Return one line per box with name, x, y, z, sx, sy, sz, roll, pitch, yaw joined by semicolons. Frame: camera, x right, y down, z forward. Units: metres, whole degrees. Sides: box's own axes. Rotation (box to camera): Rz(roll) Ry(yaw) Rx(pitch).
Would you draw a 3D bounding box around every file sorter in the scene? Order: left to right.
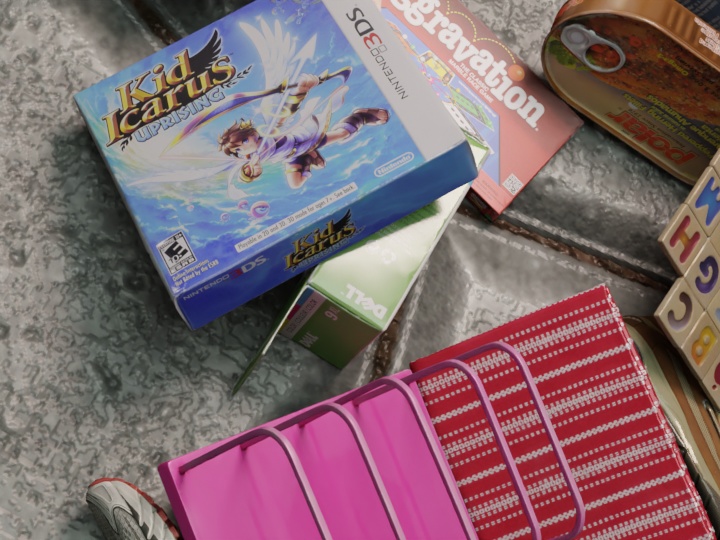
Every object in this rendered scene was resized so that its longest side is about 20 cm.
file sorter;0.014;0.135;0.978;0.200;0.125;0.139;-18;83;-41

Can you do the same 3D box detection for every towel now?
towel;0.132;0.126;1.078;0.144;0.022;0.200;-23;85;8

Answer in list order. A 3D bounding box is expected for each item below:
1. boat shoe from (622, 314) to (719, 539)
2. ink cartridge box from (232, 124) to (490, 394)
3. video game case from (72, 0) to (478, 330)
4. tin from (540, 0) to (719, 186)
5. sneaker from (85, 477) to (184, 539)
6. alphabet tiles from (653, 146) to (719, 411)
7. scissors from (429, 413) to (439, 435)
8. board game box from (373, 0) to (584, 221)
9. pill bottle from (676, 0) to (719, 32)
boat shoe;0.218;0.119;1.116;0.074;0.076;0.200;-18;84;-38
ink cartridge box;0.000;0.000;1.068;0.059;0.104;0.200;33;67;-4
video game case;-0.057;-0.085;1.040;0.200;0.045;0.181;-28;55;-4
tin;0.218;-0.125;1.162;0.200;0.112;0.042;33;52;-14
sneaker;-0.124;0.216;0.982;0.082;0.078;0.200;-19;76;-12
alphabet tiles;0.267;-0.012;1.114;0.200;0.006;0.166;-53;126;-22
scissors;0.043;0.093;1.102;0.073;0.014;0.200;43;68;-1
board game box;0.054;-0.139;1.173;0.200;0.019;0.103;44;66;0
pill bottle;0.262;-0.246;1.214;0.200;0.120;0.120;34;67;-4
